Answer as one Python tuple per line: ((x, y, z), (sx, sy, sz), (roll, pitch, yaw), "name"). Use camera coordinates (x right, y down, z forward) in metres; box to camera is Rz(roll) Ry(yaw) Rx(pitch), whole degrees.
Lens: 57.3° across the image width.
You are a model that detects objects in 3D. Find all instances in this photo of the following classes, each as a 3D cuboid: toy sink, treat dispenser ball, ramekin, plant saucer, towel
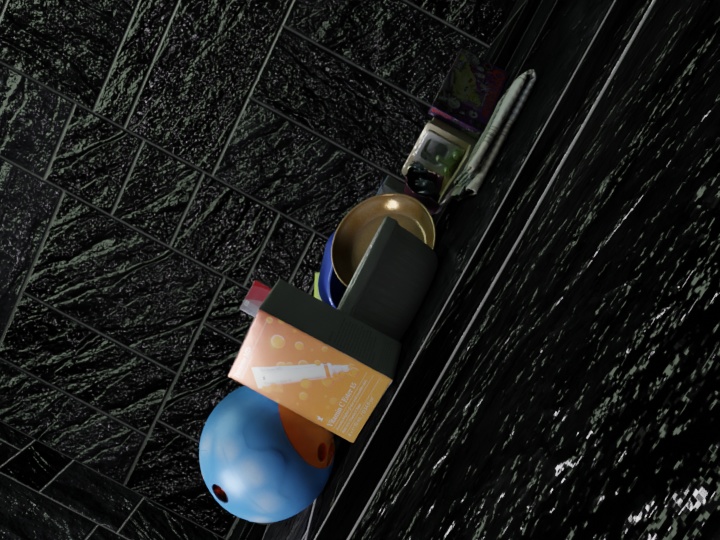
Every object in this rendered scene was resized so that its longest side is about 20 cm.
((0.167, -0.246, 1.379), (0.131, 0.111, 0.200), (-62, 2, 35), "toy sink")
((-0.137, 0.265, 0.977), (0.202, 0.200, 0.201), (-62, 1, 3), "treat dispenser ball")
((0.039, 0.027, 1.027), (0.201, 0.104, 0.200), (-63, 2, 3), "ramekin")
((0.044, -0.043, 1.182), (0.201, 0.199, 0.035), (-63, -31, -12), "plant saucer")
((0.199, -0.205, 1.040), (0.201, 0.034, 0.193), (-63, 2, 2), "towel")

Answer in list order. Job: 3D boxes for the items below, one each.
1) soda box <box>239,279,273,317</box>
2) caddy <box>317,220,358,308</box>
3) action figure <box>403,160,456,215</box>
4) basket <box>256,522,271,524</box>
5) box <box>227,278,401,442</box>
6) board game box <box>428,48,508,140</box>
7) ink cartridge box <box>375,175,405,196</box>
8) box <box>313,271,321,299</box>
((-0.124, 0.092, 1.244), (0.064, 0.199, 0.070), (-61, 2, -2), "soda box")
((0.000, 0.000, 1.274), (0.105, 0.140, 0.202), (3, 81, 65), "caddy")
((0.121, -0.111, 1.321), (0.134, 0.148, 0.201), (-47, -30, -47), "action figure")
((-0.148, 0.352, 1.171), (0.200, 0.135, 0.182), (133, 134, -61), "basket")
((-0.061, 0.124, 0.917), (0.125, 0.199, 0.098), (-62, 1, 26), "box")
((0.228, -0.371, 1.378), (0.201, 0.119, 0.032), (-64, 6, -32), "board game box")
((0.101, -0.156, 1.571), (0.077, 0.136, 0.200), (-58, 2, 18), "ink cartridge box")
((-0.054, 0.093, 1.385), (0.122, 0.047, 0.202), (41, -134, -56), "box")
